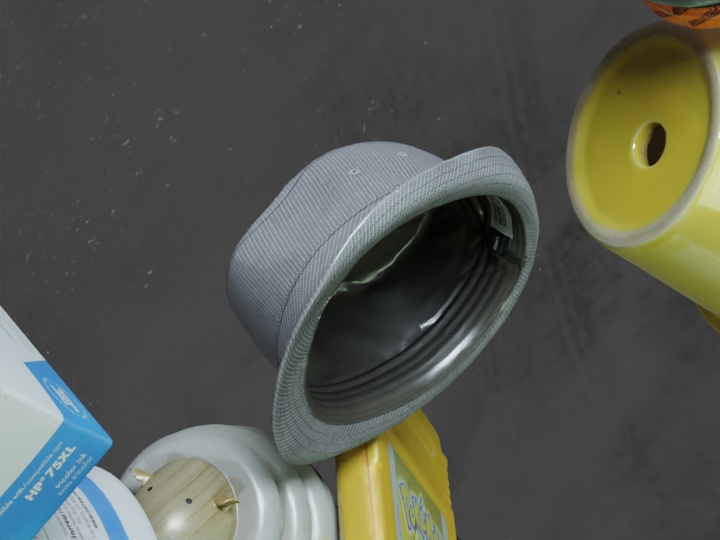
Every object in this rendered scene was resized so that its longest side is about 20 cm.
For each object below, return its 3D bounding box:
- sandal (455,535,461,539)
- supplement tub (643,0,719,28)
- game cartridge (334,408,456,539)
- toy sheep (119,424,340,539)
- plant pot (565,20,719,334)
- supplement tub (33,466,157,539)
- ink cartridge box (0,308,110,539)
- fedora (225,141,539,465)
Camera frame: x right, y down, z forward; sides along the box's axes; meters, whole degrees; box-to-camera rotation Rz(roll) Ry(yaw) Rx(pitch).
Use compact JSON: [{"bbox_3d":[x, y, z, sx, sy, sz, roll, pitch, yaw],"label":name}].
[{"bbox_3d":[-0.002,0.198,1.341,0.199,0.075,0.045,-23,150,-52],"label":"sandal"},{"bbox_3d":[0.153,-0.212,1.083,0.123,0.122,0.200,-44,145,-4],"label":"supplement tub"},{"bbox_3d":[0.026,0.159,1.253,0.032,0.202,0.176,-10,152,13],"label":"game cartridge"},{"bbox_3d":[-0.071,0.150,1.194,0.138,0.138,0.200,-48,159,1],"label":"toy sheep"},{"bbox_3d":[0.226,-0.054,1.267,0.188,0.201,0.202,14,115,-34],"label":"plant pot"},{"bbox_3d":[-0.203,0.171,1.067,0.199,0.132,0.133,-9,130,-37],"label":"supplement tub"},{"bbox_3d":[-0.207,0.034,0.934,0.067,0.116,0.200,-48,145,3],"label":"ink cartridge box"},{"bbox_3d":[0.000,0.000,1.154,0.199,0.090,0.178,-31,144,-32],"label":"fedora"}]
